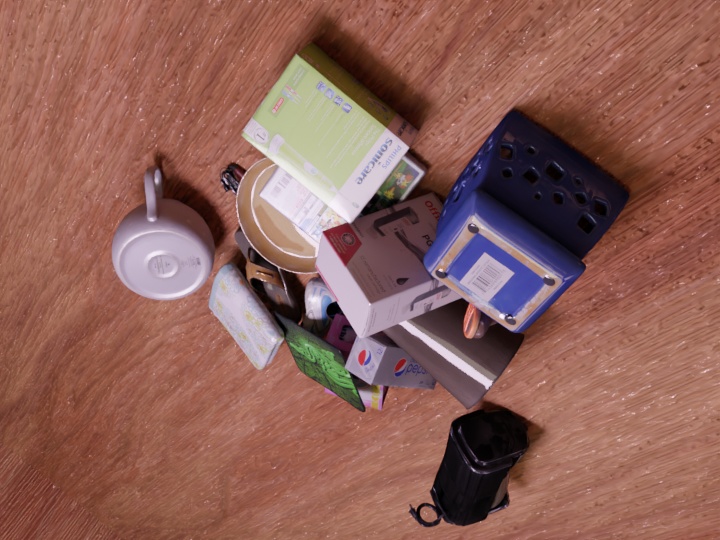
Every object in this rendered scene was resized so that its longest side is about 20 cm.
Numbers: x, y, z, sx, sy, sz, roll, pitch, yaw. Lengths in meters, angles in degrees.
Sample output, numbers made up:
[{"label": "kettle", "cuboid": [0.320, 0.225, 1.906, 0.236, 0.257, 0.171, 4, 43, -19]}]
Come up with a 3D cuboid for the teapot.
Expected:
[{"label": "teapot", "cuboid": [-0.352, -0.059, 1.766, 0.196, 0.148, 0.200, 30, 123, -30]}]

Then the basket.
[{"label": "basket", "cuboid": [0.132, 0.097, 1.532, 0.199, 0.137, 0.181, 37, 154, 3]}]

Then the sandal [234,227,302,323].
[{"label": "sandal", "cuboid": [-0.171, 0.018, 1.752, 0.081, 0.054, 0.203, -8, 110, 44]}]

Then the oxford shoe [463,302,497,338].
[{"label": "oxford shoe", "cuboid": [0.197, 0.042, 1.402, 0.072, 0.200, 0.072, 24, 123, 8]}]

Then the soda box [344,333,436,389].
[{"label": "soda box", "cuboid": [0.062, 0.149, 1.621, 0.063, 0.069, 0.199, 27, -172, 35]}]

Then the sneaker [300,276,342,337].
[{"label": "sneaker", "cuboid": [-0.070, 0.085, 1.758, 0.071, 0.073, 0.201, 17, 146, 3]}]

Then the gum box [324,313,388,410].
[{"label": "gum box", "cuboid": [-0.002, 0.163, 1.755, 0.111, 0.067, 0.201, 17, 149, 9]}]

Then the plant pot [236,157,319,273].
[{"label": "plant pot", "cuboid": [-0.099, -0.091, 1.533, 0.196, 0.028, 0.204, 10, 121, 16]}]

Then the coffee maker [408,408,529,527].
[{"label": "coffee maker", "cuboid": [0.197, 0.360, 1.747, 0.134, 0.191, 0.202, 37, 145, 24]}]

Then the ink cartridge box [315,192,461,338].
[{"label": "ink cartridge box", "cuboid": [0.056, -0.011, 1.409, 0.147, 0.197, 0.086, 55, 150, 29]}]

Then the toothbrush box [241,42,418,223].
[{"label": "toothbrush box", "cuboid": [-0.042, -0.192, 1.373, 0.199, 0.086, 0.146, 38, 116, -3]}]

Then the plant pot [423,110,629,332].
[{"label": "plant pot", "cuboid": [0.205, -0.050, 1.300, 0.198, 0.181, 0.201, 34, 143, -1]}]

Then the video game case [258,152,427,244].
[{"label": "video game case", "cuboid": [-0.028, -0.131, 1.457, 0.181, 0.022, 0.201, 38, 116, -4]}]

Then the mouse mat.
[{"label": "mouse mat", "cuboid": [-0.074, 0.160, 1.737, 0.198, 0.008, 0.163, 25, 146, 44]}]

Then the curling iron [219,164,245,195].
[{"label": "curling iron", "cuboid": [-0.152, -0.109, 1.642, 0.198, 0.026, 0.050, 35, 137, 2]}]

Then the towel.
[{"label": "towel", "cuboid": [-0.212, 0.088, 1.839, 0.172, 0.048, 0.200, 50, 157, 8]}]
